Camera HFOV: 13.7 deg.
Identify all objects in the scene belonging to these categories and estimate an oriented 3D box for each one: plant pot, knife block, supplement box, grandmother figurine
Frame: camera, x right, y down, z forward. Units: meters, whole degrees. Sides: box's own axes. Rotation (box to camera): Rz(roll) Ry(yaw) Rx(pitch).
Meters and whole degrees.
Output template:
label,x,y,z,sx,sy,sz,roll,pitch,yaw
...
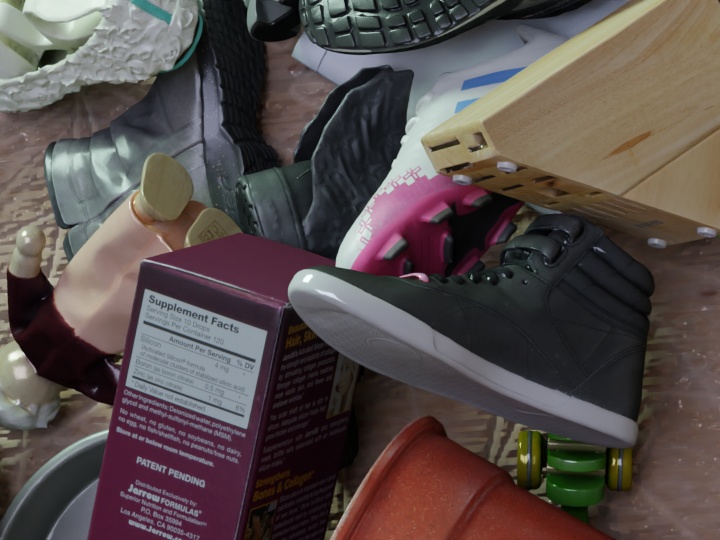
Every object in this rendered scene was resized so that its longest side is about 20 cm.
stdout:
label,x,y,z,sx,sy,sz,roll,pitch,yaw
plant pot,0.082,0.201,1.466,0.195,0.201,0.201,22,90,14
knife block,0.142,-0.109,1.481,0.064,0.200,0.176,-14,62,62
supplement box,-0.068,0.092,1.508,0.085,0.110,0.201,17,104,22
grandmother figurine,-0.143,0.027,1.614,0.200,0.061,0.121,-39,87,37

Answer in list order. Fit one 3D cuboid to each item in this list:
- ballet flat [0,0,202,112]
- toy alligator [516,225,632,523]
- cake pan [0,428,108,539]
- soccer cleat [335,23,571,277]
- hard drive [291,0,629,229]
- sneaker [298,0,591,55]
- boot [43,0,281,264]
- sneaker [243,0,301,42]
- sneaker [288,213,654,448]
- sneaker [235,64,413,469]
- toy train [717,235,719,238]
label,x,y,z,sx,sy,sz,roll,pitch,yaw
ballet flat,-0.164,-0.133,1.630,0.200,0.072,0.072,-9,77,49
toy alligator,0.112,0.050,1.525,0.059,0.054,0.201,3,92,3
cake pan,-0.110,0.183,1.616,0.200,0.037,0.201,-4,80,21
soccer cleat,0.047,-0.053,1.517,0.200,0.070,0.086,-38,54,-25
hard drive,0.076,-0.121,1.597,0.200,0.027,0.132,33,94,22
sneaker,0.070,-0.147,1.538,0.199,0.088,0.076,-18,67,15
boot,-0.119,-0.084,1.649,0.131,0.070,0.201,-16,72,24
sneaker,0.009,-0.207,1.582,0.200,0.074,0.089,-28,72,17
sneaker,0.059,0.010,1.453,0.071,0.200,0.099,-10,62,62
sneaker,-0.001,0.000,1.582,0.104,0.060,0.200,-18,102,-14
toy train,0.244,0.033,1.490,0.042,0.056,0.200,-44,69,10
